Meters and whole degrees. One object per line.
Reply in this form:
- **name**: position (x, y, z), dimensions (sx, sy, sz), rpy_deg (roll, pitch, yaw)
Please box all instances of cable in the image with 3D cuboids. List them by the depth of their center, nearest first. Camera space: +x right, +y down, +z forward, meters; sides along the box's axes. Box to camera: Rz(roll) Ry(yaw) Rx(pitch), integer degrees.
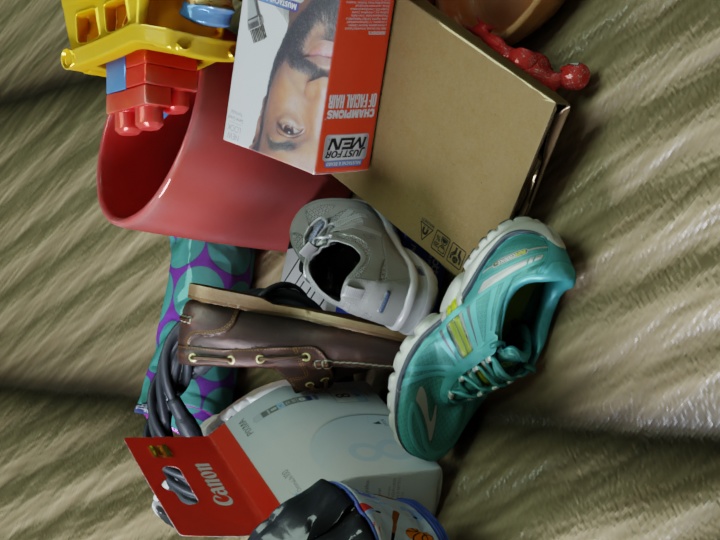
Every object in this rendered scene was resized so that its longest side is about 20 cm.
- **cable**: position (-0.091, 0.101, 1.722), dimensions (0.051, 0.163, 0.200), rpy_deg (-31, -45, -73)

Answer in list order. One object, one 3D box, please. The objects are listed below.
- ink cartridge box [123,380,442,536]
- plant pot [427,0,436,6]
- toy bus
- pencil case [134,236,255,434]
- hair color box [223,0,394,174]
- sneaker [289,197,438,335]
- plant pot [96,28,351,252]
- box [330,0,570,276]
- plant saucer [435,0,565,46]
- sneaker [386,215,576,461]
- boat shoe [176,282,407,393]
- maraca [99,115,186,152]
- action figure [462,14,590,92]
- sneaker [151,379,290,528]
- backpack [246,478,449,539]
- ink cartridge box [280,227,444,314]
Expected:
- **ink cartridge box**: position (-0.060, 0.138, 1.589), dimensions (0.160, 0.200, 0.047), rpy_deg (-133, 46, -59)
- **plant pot**: position (-0.018, -0.251, 1.781), dimensions (0.201, 0.201, 0.195), rpy_deg (-41, 48, 44)
- **toy bus**: position (-0.152, -0.208, 1.693), dimensions (0.200, 0.136, 0.192), rpy_deg (-14, 74, 45)
- **pencil case**: position (-0.150, 0.047, 1.930), dimensions (0.092, 0.085, 0.200), rpy_deg (-3, 67, 32)
- **hair color box**: position (-0.036, -0.184, 1.625), dimensions (0.111, 0.064, 0.200), rpy_deg (22, 111, 42)
- **sneaker**: position (-0.014, -0.016, 1.629), dimensions (0.200, 0.082, 0.075), rpy_deg (35, 106, 60)
- **plant pot**: position (-0.110, -0.106, 1.853), dimensions (0.200, 0.177, 0.201), rpy_deg (-39, 41, 45)
- **box**: position (0.059, -0.102, 1.596), dimensions (0.200, 0.021, 0.164), rpy_deg (40, 121, 37)
- **plant saucer**: position (0.128, -0.262, 1.667), dimensions (0.200, 0.037, 0.200), rpy_deg (-39, 42, 47)
- **sneaker**: position (0.085, 0.056, 1.514), dimensions (0.200, 0.077, 0.080), rpy_deg (-61, 38, 19)
- **boat shoe**: position (-0.044, 0.061, 1.646), dimensions (0.070, 0.200, 0.070), rpy_deg (22, -102, -79)
- **maraca**: position (-0.182, -0.106, 2.007), dimensions (0.137, 0.200, 0.107), rpy_deg (-39, 67, -10)
- **action figure**: position (0.095, -0.152, 1.610), dimensions (0.200, 0.065, 0.052), rpy_deg (13, 46, 47)
- **sneaker**: position (-0.106, 0.143, 1.814), dimensions (0.200, 0.075, 0.081), rpy_deg (-41, 21, 36)
- **backpack**: position (-0.005, 0.249, 1.472), dimensions (0.200, 0.154, 0.191), rpy_deg (49, 124, 51)
- **ink cartridge box**: position (0.000, 0.000, 1.730), dimensions (0.200, 0.044, 0.094), rpy_deg (-5, 70, 60)
